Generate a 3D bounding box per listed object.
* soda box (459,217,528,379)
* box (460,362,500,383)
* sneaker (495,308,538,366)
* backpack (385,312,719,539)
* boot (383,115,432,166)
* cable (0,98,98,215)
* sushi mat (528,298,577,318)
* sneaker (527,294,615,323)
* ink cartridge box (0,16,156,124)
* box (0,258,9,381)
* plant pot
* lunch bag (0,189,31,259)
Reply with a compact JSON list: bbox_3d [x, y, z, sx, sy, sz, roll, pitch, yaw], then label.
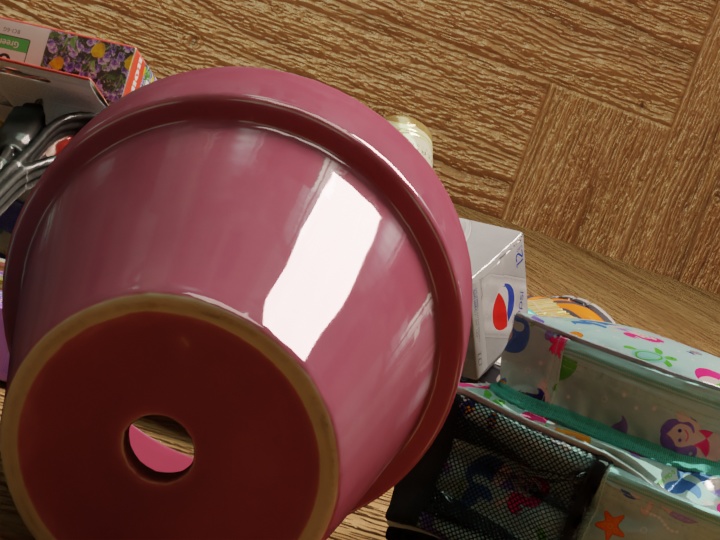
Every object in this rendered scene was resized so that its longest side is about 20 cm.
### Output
[{"bbox_3d":[0.000,0.000,1.188,0.199,0.069,0.063,15,36,32],"label":"soda box"},{"bbox_3d":[0.077,0.088,1.197,0.199,0.035,0.110,27,-15,45],"label":"box"},{"bbox_3d":[0.072,0.055,1.392,0.199,0.084,0.121,28,11,-7],"label":"sneaker"},{"bbox_3d":[0.137,0.110,0.941,0.199,0.152,0.177,29,9,28],"label":"backpack"},{"bbox_3d":[-0.015,-0.002,1.471,0.072,0.200,0.156,28,36,-33],"label":"boot"},{"bbox_3d":[-0.197,-0.049,1.158,0.096,0.051,0.200,10,28,3],"label":"cable"},{"bbox_3d":[0.066,0.043,1.504,0.198,0.012,0.096,-4,15,-14],"label":"sushi mat"},{"bbox_3d":[0.116,0.050,1.690,0.199,0.078,0.112,12,4,41],"label":"sneaker"},{"bbox_3d":[-0.191,-0.122,1.274,0.108,0.051,0.200,13,-11,9],"label":"ink cartridge box"},{"bbox_3d":[-0.219,0.015,1.045,0.199,0.039,0.137,18,7,-26],"label":"box"},{"bbox_3d":[-0.058,0.037,0.797,0.198,0.201,0.179,20,22,-1],"label":"plant pot"},{"bbox_3d":[-0.175,-0.021,1.289,0.199,0.083,0.160,24,7,23],"label":"lunch bag"}]
